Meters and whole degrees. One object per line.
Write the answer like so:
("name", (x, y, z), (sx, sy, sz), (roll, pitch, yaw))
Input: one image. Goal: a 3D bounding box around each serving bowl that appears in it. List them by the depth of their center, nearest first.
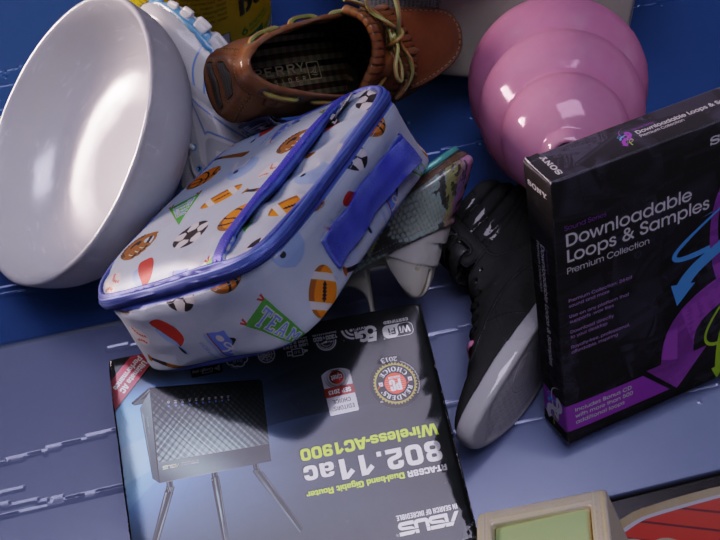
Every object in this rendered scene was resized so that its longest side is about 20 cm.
("serving bowl", (-0.174, -0.079, 0.769), (0.066, 0.200, 0.201), (19, 46, -41))

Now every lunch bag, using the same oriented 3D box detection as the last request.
("lunch bag", (-0.050, -0.031, 0.675), (0.160, 0.076, 0.200), (-16, 29, 39))

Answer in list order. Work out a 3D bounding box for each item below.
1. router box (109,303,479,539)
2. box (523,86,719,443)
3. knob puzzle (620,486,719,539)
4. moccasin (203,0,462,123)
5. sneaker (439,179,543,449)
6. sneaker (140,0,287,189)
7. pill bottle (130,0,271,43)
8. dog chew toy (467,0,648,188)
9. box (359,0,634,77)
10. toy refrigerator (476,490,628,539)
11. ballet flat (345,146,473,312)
("router box", (-0.043, 0.114, 0.685), (0.199, 0.062, 0.150), (-11, 66, -7))
("box", (0.173, -0.001, 0.689), (0.143, 0.200, 0.036), (-22, 36, -13))
("knob puzzle", (0.201, 0.184, 0.628), (0.219, 0.031, 0.220), (-8, 34, 5))
("moccasin", (-0.006, -0.147, 0.767), (0.201, 0.078, 0.074), (-11, 90, -36))
("sneaker", (0.083, 0.021, 0.755), (0.099, 0.071, 0.200), (19, 62, 23))
("sneaker", (-0.103, -0.100, 0.800), (0.087, 0.075, 0.200), (-39, 87, -9))
("pill bottle", (-0.125, -0.244, 0.835), (0.112, 0.200, 0.113), (0, 58, 0))
("dog chew toy", (0.131, -0.107, 0.751), (0.124, 0.125, 0.200), (7, 26, 4))
("box", (0.099, -0.191, 0.865), (0.199, 0.082, 0.068), (8, 26, 3))
("toy refrigerator", (0.103, 0.212, 0.570), (0.076, 0.070, 0.200), (-15, 39, 18))
("ballet flat", (0.000, 0.000, 0.745), (0.200, 0.069, 0.071), (-32, 83, 9))
